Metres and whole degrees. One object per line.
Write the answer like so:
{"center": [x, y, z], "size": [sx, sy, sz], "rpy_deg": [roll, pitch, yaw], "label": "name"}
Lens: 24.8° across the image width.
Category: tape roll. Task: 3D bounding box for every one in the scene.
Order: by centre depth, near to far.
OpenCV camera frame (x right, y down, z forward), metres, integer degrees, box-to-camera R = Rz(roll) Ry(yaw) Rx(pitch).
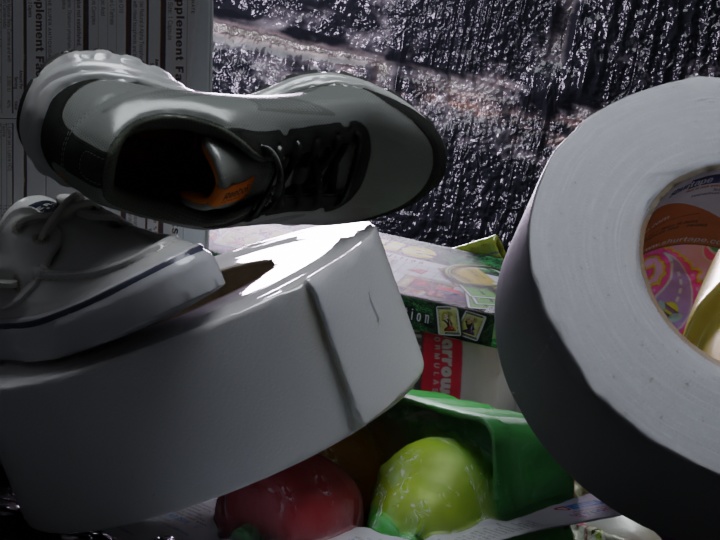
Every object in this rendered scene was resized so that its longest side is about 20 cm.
{"center": [0.162, 0.015, 0.710], "size": [0.199, 0.201, 0.066], "rpy_deg": [12, -32, -4], "label": "tape roll"}
{"center": [-0.073, 0.045, 0.756], "size": [0.201, 0.071, 0.202], "rpy_deg": [-19, 9, 3], "label": "tape roll"}

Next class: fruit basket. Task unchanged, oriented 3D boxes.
{"center": [-0.009, 0.113, 0.739], "size": [0.199, 0.095, 0.185], "rpy_deg": [-15, 14, -34], "label": "fruit basket"}

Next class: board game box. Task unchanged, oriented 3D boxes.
{"center": [0.000, 0.000, 0.939], "size": [0.199, 0.024, 0.105], "rpy_deg": [12, 16, 16], "label": "board game box"}

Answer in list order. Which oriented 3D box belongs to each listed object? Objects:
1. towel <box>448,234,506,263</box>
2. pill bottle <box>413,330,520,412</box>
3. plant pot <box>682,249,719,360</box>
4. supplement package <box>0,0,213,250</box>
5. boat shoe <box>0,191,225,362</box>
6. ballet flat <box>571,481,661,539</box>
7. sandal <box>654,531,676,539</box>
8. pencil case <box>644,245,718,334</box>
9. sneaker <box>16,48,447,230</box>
{"center": [0.041, 0.047, 1.057], "size": [0.199, 0.023, 0.144], "rpy_deg": [-15, -55, 39], "label": "towel"}
{"center": [0.017, 0.066, 0.960], "size": [0.198, 0.112, 0.111], "rpy_deg": [5, 5, -6], "label": "pill bottle"}
{"center": [0.245, 0.088, 0.823], "size": [0.199, 0.202, 0.189], "rpy_deg": [14, 41, 20], "label": "plant pot"}
{"center": [-0.184, -0.092, 0.874], "size": [0.198, 0.152, 0.152], "rpy_deg": [0, 11, -10], "label": "supplement package"}
{"center": [-0.132, -0.003, 0.722], "size": [0.072, 0.066, 0.199], "rpy_deg": [-25, 10, -32], "label": "boat shoe"}
{"center": [0.128, 0.134, 0.867], "size": [0.075, 0.064, 0.200], "rpy_deg": [15, 5, -8], "label": "ballet flat"}
{"center": [0.163, 0.138, 0.725], "size": [0.203, 0.050, 0.083], "rpy_deg": [43, -26, 14], "label": "sandal"}
{"center": [0.188, 0.068, 0.990], "size": [0.087, 0.202, 0.087], "rpy_deg": [2, 0, 0], "label": "pencil case"}
{"center": [-0.046, -0.045, 0.713], "size": [0.199, 0.074, 0.079], "rpy_deg": [1, 25, -32], "label": "sneaker"}
